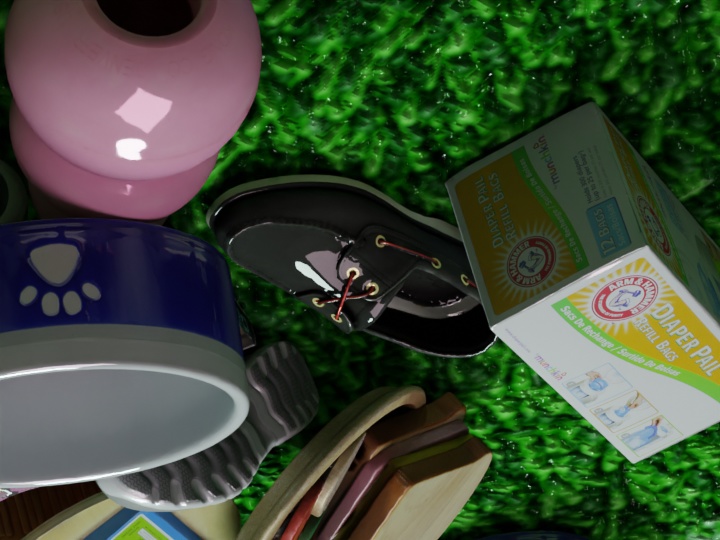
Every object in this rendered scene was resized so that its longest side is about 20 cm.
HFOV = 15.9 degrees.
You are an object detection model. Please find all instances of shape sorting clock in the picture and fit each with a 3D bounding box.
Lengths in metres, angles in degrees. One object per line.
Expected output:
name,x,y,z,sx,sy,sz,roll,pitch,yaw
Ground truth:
shape sorting clock,-0.162,0.193,1.569,0.199,0.039,0.200,-29,148,-21

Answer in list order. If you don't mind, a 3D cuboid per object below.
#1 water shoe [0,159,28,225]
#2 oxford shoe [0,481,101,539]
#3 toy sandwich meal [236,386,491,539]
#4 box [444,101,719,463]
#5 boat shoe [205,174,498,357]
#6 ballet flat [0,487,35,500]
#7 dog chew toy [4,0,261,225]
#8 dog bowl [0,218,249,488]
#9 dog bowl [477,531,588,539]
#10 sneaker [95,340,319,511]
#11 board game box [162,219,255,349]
water shoe,-0.249,-0.005,1.370,0.199,0.072,0.079,-19,149,22
oxford shoe,-0.167,0.146,1.599,0.199,0.072,0.073,-10,148,-9
toy sandwich meal,-0.004,0.155,1.595,0.205,0.070,0.205,-47,165,-16
box,0.147,0.010,1.500,0.101,0.113,0.200,-28,141,16
boat shoe,0.002,-0.002,1.473,0.201,0.063,0.074,19,135,-37
ballet flat,-0.236,0.113,1.493,0.199,0.069,0.071,-26,125,9
dog chew toy,-0.119,-0.080,1.278,0.124,0.125,0.200,-4,151,-17
dog bowl,-0.160,0.046,1.323,0.199,0.079,0.200,-8,160,-3
dog bowl,0.101,0.272,1.850,0.199,0.079,0.200,-11,144,-8
sneaker,-0.100,0.102,1.502,0.082,0.075,0.200,-26,177,30
board game box,-0.176,0.041,1.489,0.199,0.028,0.135,-24,143,11
